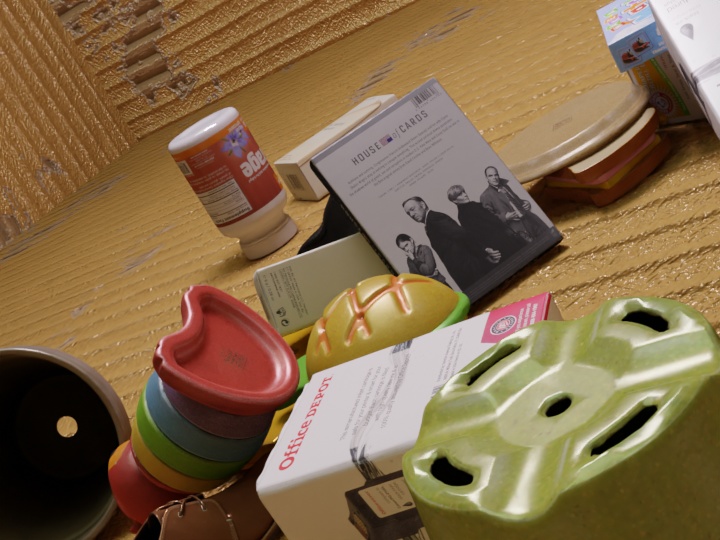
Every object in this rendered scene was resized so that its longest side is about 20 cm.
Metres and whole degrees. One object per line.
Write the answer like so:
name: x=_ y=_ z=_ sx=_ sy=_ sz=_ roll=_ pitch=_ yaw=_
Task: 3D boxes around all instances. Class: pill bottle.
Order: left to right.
pill bottle: x=-0.175 y=-0.120 z=1.529 sx=0.112 sy=0.200 sz=0.112 roll=-28 pitch=19 yaw=10

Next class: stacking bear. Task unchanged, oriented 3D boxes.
stacking bear: x=-0.142 y=0.132 z=0.881 sx=0.200 sy=0.114 sz=0.121 roll=-56 pitch=10 yaw=30

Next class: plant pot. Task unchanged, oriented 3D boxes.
plant pot: x=-0.305 y=0.165 z=1.036 sx=0.200 sy=0.200 sz=0.174 roll=-31 pitch=1 yaw=1
plant pot: x=0.114 y=0.120 z=0.437 sx=0.200 sy=0.184 sz=0.200 roll=-28 pitch=18 yaw=10

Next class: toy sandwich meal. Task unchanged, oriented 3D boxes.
toy sandwich meal: x=0.230 y=-0.124 z=1.117 sx=0.205 sy=0.070 sz=0.205 roll=-32 pitch=14 yaw=9

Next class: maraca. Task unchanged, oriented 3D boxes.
maraca: x=0.005 y=0.066 z=0.891 sx=0.200 sy=0.107 sz=0.137 roll=-23 pitch=11 yaw=38

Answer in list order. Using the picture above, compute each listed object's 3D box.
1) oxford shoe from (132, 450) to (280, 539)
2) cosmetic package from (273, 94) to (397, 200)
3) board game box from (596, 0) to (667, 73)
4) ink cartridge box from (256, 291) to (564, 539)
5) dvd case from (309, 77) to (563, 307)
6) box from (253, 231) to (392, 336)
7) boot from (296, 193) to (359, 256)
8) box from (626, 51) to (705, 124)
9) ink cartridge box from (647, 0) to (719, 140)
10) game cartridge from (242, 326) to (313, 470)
oxford shoe: x=-0.117 y=0.193 z=0.806 sx=0.071 sy=0.071 sz=0.200 roll=-12 pitch=24 yaw=50
cosmetic package: x=-0.026 y=-0.194 z=1.700 sx=0.200 sy=0.073 sz=0.104 roll=-38 pitch=19 yaw=-19
board game box: x=0.333 y=-0.270 z=1.048 sx=0.200 sy=0.037 sz=0.151 roll=-27 pitch=19 yaw=19
ink cartridge box: x=0.048 y=0.111 z=0.732 sx=0.200 sy=0.084 sz=0.145 roll=-22 pitch=20 yaw=24
dvd case: x=0.070 y=-0.065 z=1.009 sx=0.150 sy=0.200 sz=0.025 roll=-35 pitch=-12 yaw=-12
box: x=0.000 y=0.000 z=1.045 sx=0.200 sy=0.068 sz=0.082 roll=-20 pitch=-2 yaw=-8
boot: x=0.017 y=-0.033 z=1.169 sx=0.151 sy=0.073 sz=0.200 roll=-10 pitch=-45 yaw=-42
box: x=0.378 y=-0.226 z=1.082 sx=0.112 sy=0.101 sz=0.200 roll=-41 pitch=20 yaw=-28
ink cartridge box: x=0.344 y=-0.176 z=0.883 sx=0.145 sy=0.083 sz=0.200 roll=-27 pitch=49 yaw=16
game cartridge: x=-0.080 y=0.118 z=1.020 sx=0.176 sy=0.032 sz=0.200 roll=-16 pitch=25 yaw=38
